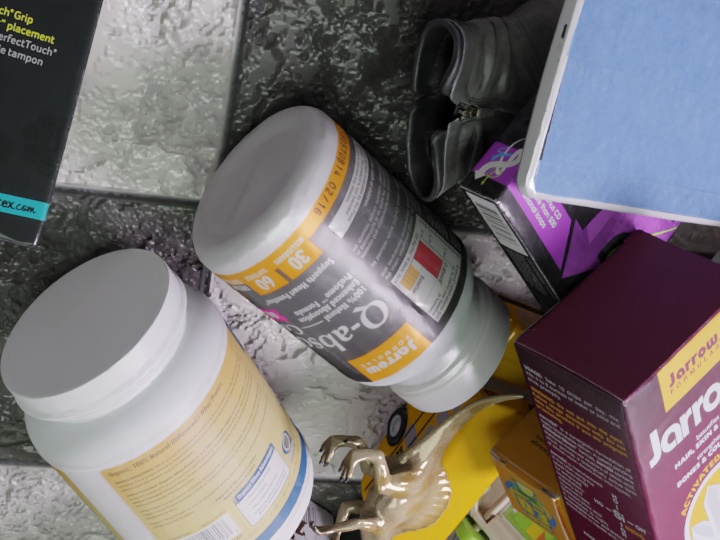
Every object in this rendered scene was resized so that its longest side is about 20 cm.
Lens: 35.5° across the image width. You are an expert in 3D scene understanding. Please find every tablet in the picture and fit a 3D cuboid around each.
[{"bbox_3d":[0.170,-0.095,0.625,0.198,0.014,0.132,4,106,-41],"label":"tablet"}]

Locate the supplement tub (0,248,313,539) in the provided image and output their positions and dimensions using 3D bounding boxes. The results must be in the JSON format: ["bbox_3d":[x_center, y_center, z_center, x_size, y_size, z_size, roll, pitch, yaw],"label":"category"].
[{"bbox_3d":[-0.130,0.101,0.746,0.143,0.146,0.201,-22,127,9],"label":"supplement tub"}]

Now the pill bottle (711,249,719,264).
[{"bbox_3d":[0.317,0.057,0.722,0.197,0.114,0.115,23,122,-9],"label":"pill bottle"}]

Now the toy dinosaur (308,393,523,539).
[{"bbox_3d":[0.025,0.144,0.782,0.100,0.058,0.202,19,110,-23],"label":"toy dinosaur"}]

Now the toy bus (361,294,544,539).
[{"bbox_3d":[0.074,0.115,0.829,0.064,0.079,0.201,20,122,-22],"label":"toy bus"}]

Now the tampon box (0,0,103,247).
[{"bbox_3d":[-0.198,-0.129,0.524,0.148,0.126,0.204,15,89,-19],"label":"tampon box"}]

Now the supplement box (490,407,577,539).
[{"bbox_3d":[0.184,0.095,0.779,0.199,0.066,0.069,-38,130,-19],"label":"supplement box"}]

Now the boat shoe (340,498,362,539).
[{"bbox_3d":[-0.020,0.272,0.940,0.064,0.075,0.203,30,111,-22],"label":"boat shoe"}]

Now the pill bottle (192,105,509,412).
[{"bbox_3d":[0.000,0.000,0.708,0.116,0.117,0.199,-38,123,20],"label":"pill bottle"}]

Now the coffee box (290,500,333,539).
[{"bbox_3d":[-0.075,0.276,0.852,0.113,0.202,0.080,-39,123,22],"label":"coffee box"}]

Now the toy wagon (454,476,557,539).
[{"bbox_3d":[0.170,0.194,0.845,0.155,0.200,0.039,-47,165,15],"label":"toy wagon"}]

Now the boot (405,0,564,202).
[{"bbox_3d":[0.083,-0.064,0.673,0.130,0.069,0.203,-22,122,-28],"label":"boot"}]

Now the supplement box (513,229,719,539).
[{"bbox_3d":[0.177,0.095,0.669,0.110,0.085,0.202,-38,129,-19],"label":"supplement box"}]

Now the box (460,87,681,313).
[{"bbox_3d":[0.157,-0.076,0.656,0.201,0.036,0.143,-51,133,-10],"label":"box"}]
